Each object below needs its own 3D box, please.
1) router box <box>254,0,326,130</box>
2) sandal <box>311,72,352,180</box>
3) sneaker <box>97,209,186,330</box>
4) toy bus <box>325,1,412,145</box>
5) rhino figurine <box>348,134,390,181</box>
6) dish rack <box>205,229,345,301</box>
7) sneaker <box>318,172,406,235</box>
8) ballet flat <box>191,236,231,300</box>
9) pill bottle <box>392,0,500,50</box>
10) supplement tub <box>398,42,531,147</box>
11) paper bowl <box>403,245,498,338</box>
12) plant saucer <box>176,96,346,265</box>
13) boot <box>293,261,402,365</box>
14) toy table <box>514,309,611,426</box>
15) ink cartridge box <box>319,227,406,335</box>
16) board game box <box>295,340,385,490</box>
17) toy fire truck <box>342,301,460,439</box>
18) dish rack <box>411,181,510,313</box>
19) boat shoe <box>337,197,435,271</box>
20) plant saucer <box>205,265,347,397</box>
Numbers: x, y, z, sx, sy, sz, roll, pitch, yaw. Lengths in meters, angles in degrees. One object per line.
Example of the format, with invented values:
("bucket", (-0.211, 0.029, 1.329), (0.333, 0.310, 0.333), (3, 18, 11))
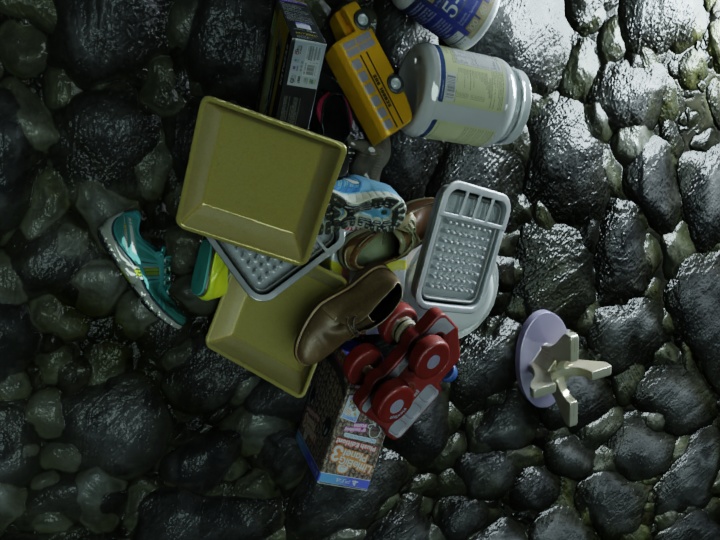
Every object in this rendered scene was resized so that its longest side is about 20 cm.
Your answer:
("router box", (-0.107, -0.262, 0.986), (0.051, 0.159, 0.204), (3, 126, -20))
("sandal", (-0.041, -0.231, 1.056), (0.073, 0.045, 0.205), (9, 56, -24))
("sneaker", (-0.321, 0.002, 1.053), (0.079, 0.077, 0.204), (-35, 113, -19))
("toy bus", (0.007, -0.309, 1.078), (0.077, 0.065, 0.204), (-32, 98, -20))
("rhino figurine", (0.007, -0.193, 1.134), (0.085, 0.060, 0.206), (19, 83, -13))
("dish rack", (-0.136, -0.060, 1.047), (0.199, 0.043, 0.173), (-37, 89, -31))
("sneaker", (-0.030, -0.108, 1.058), (0.193, 0.091, 0.080), (6, 123, -11))
("ballet flat", (-0.221, -0.053, 1.086), (0.066, 0.066, 0.207), (6, 98, -43))
("pill bottle", (0.115, -0.452, 1.083), (0.196, 0.119, 0.122), (25, 94, -24))
("supplement tub", (0.167, -0.284, 1.129), (0.194, 0.145, 0.150), (4, 102, -22))
("paper bowl", (0.158, 0.027, 1.227), (0.194, 0.104, 0.208), (-6, 106, -20))
("plant saucer", (-0.138, -0.125, 0.942), (0.194, 0.049, 0.204), (17, 123, -10))
("boot", (-0.019, 0.074, 1.027), (0.199, 0.075, 0.074), (-43, 124, -3))
("toy table", (0.385, 0.194, 1.349), (0.180, 0.117, 0.205), (-23, 111, -14))
("ink cartridge box", (0.000, 0.000, 1.168), (0.141, 0.083, 0.207), (0, 103, -21))
("board game box", (-0.023, 0.239, 1.178), (0.094, 0.159, 0.206), (15, 97, -22))
("toy fire truck", (0.078, 0.158, 1.060), (0.201, 0.112, 0.168), (-48, 137, 0))
("dish rack", (0.156, -0.037, 1.109), (0.168, 0.043, 0.206), (7, 101, -42))
("boat shoe", (0.060, -0.050, 1.093), (0.196, 0.074, 0.077), (-29, 111, -14))
("plant saucer", (-0.132, 0.070, 1.112), (0.196, 0.048, 0.205), (25, 95, 16))
